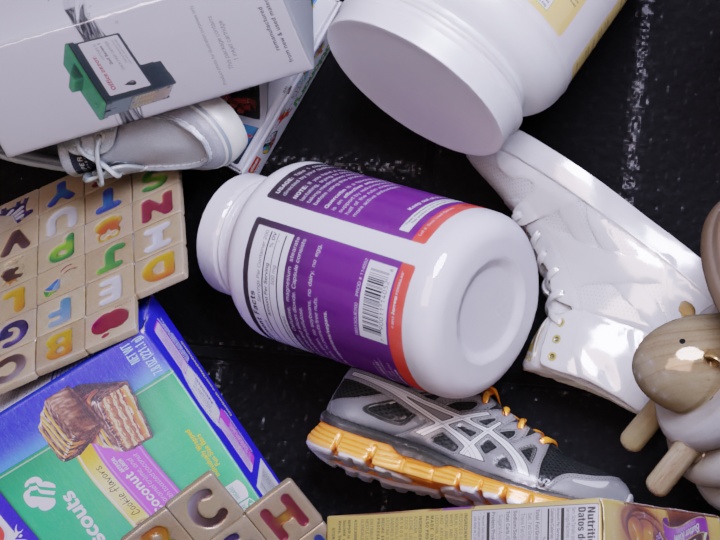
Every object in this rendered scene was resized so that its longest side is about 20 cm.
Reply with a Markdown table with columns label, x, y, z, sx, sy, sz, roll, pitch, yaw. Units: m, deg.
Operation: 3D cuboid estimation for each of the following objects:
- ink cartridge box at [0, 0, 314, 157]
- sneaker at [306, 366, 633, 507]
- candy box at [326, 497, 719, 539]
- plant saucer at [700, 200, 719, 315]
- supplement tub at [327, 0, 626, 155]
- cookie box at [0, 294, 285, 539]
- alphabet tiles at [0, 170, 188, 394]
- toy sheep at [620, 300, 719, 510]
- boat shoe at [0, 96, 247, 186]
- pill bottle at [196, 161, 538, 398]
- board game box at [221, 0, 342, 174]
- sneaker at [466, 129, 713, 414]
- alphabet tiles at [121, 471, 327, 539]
| label | x | y | z | sx | sy | sz | roll | pitch | yaw |
| --- | --- | --- | --- | --- | --- | --- | --- | --- | --- |
| ink cartridge box | -0.135 | -0.163 | 1.539 | 0.200 | 0.084 | 0.146 | -15 | 37 | 11 |
| sneaker | 0.070 | 0.103 | 1.531 | 0.200 | 0.078 | 0.077 | 17 | 75 | 12 |
| candy box | 0.091 | 0.165 | 1.453 | 0.200 | 0.117 | 0.057 | -7 | 76 | 40 |
| plant saucer | 0.281 | 0.022 | 1.434 | 0.200 | 0.200 | 0.029 | 47 | 129 | 15 |
| supplement tub | 0.086 | -0.182 | 1.503 | 0.145 | 0.145 | 0.200 | 31 | 73 | 15 |
| cookie box | -0.166 | 0.142 | 1.551 | 0.200 | 0.075 | 0.171 | -32 | 103 | 9 |
| alphabet tiles | -0.183 | -0.002 | 1.569 | 0.166 | 0.006 | 0.200 | -23 | 34 | 10 |
| toy sheep | 0.238 | 0.086 | 1.463 | 0.200 | 0.138 | 0.138 | 28 | 90 | -26 |
| boat shoe | -0.161 | -0.082 | 1.583 | 0.201 | 0.070 | 0.072 | 10 | 47 | 36 |
| pill bottle | 0.000 | 0.000 | 1.522 | 0.200 | 0.112 | 0.113 | 18 | 87 | 38 |
| board game box | -0.122 | -0.159 | 1.631 | 0.200 | 0.035 | 0.126 | 30 | 90 | 16 |
| sneaker | 0.119 | 0.003 | 1.531 | 0.200 | 0.074 | 0.116 | 38 | 90 | 14 |
| alphabet tiles | -0.069 | 0.223 | 1.519 | 0.166 | 0.006 | 0.200 | -37 | 107 | 2 |
